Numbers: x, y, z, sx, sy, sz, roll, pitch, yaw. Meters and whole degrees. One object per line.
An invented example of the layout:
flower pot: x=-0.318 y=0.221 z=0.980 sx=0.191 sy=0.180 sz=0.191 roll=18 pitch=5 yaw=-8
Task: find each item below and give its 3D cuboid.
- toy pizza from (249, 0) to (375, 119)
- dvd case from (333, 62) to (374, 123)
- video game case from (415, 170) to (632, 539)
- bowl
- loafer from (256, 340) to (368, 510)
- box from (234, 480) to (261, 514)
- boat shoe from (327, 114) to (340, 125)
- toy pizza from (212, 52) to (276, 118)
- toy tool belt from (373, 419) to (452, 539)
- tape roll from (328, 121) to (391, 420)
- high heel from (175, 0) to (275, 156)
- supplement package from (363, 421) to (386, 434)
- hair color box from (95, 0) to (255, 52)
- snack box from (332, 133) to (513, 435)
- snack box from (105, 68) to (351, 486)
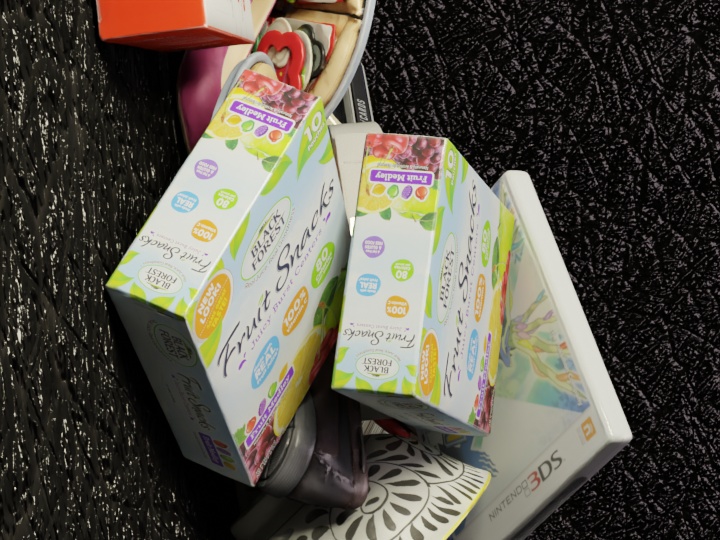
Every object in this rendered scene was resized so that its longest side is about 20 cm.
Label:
toy pizza: x=-0.057 y=-0.176 z=1.282 sx=0.199 sy=0.032 sz=0.202 roll=-18 pitch=-113 yaw=51
dvd case: x=-0.032 y=-0.059 z=1.518 sx=0.151 sy=0.025 sz=0.201 roll=-57 pitch=-157 yaw=29
video game case: x=0.088 y=0.069 z=1.249 sx=0.183 sy=0.022 sz=0.201 roll=-51 pitch=-133 yaw=44
bowl: x=-0.020 y=0.165 z=1.198 sx=0.094 sy=0.201 sz=0.201 roll=45 pitch=4 yaw=1
loafer: x=-0.028 y=0.076 z=1.175 sx=0.072 sy=0.063 sz=0.201 roll=-54 pitch=-160 yaw=28
box: x=-0.053 y=0.099 z=1.361 sx=0.200 sy=0.059 sz=0.118 roll=-86 pitch=169 yaw=-71
boat shoe: x=-0.051 y=-0.135 z=1.394 sx=0.201 sy=0.062 sz=0.071 roll=62 pitch=8 yaw=6
toy pizza: x=-0.066 y=-0.030 z=1.153 sx=0.200 sy=0.031 sz=0.202 roll=9 pitch=90 yaw=-82
toy tool belt: x=0.039 y=0.166 z=1.413 sx=0.125 sy=0.123 sz=0.200 roll=32 pitch=-10 yaw=37
tape roll: x=0.000 y=0.000 z=1.285 sx=0.203 sy=0.037 sz=0.205 roll=176 pitch=-90 yaw=-84
high heel: x=-0.070 y=-0.137 z=1.230 sx=0.067 sy=0.095 sz=0.202 roll=57 pitch=27 yaw=-82
supplement package: x=0.026 y=0.042 z=1.584 sx=0.200 sy=0.151 sz=0.152 roll=-88 pitch=-157 yaw=-67
hair color box: x=-0.104 y=-0.176 z=1.063 sx=0.200 sy=0.061 sz=0.103 roll=-41 pitch=124 yaw=-84
snack box: x=0.042 y=0.015 z=1.117 sx=0.200 sy=0.052 sz=0.144 roll=36 pitch=59 yaw=-71
snack box: x=-0.060 y=0.010 z=1.024 sx=0.143 sy=0.053 sz=0.201 roll=-61 pitch=160 yaw=-25
